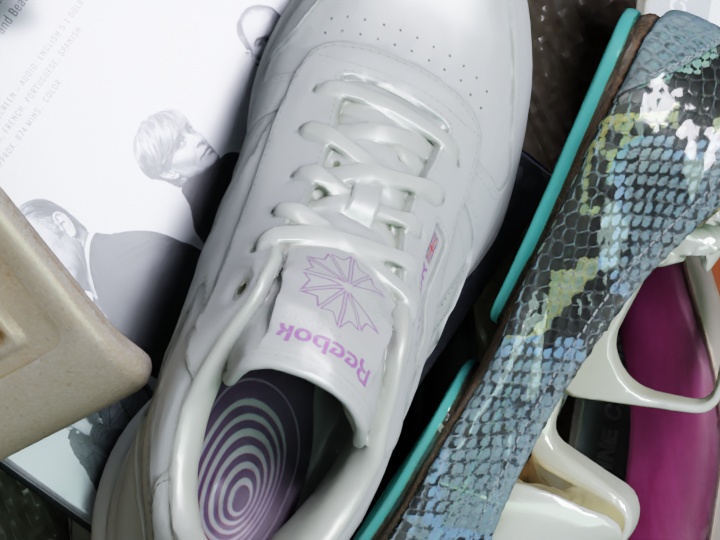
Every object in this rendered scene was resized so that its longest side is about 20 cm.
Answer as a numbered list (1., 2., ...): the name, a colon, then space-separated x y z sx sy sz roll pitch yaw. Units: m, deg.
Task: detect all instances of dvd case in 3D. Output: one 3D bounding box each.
1. dvd case: -0.068 -0.023 0.728 0.200 0.025 0.150 36 79 -8

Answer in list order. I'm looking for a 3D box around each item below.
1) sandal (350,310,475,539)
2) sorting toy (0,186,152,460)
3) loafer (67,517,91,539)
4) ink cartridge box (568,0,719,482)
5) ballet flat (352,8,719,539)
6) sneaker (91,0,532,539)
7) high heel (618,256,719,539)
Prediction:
1. sandal: 0.006 0.084 0.797 0.048 0.075 0.201 -7 90 -21
2. sorting toy: -0.177 -0.003 0.664 0.185 0.036 0.200 -27 116 26
3. loafer: -0.044 0.092 0.770 0.070 0.070 0.200 -6 104 -19
4. ink cartridge box: 0.146 -0.001 0.841 0.175 0.084 0.200 9 93 -10
5. ballet flat: 0.052 0.033 0.709 0.074 0.074 0.200 19 107 -26
6. sneaker: 0.000 0.000 0.680 0.075 0.100 0.200 22 80 -10
7. high heel: 0.071 0.054 0.770 0.067 0.096 0.200 6 71 -60
